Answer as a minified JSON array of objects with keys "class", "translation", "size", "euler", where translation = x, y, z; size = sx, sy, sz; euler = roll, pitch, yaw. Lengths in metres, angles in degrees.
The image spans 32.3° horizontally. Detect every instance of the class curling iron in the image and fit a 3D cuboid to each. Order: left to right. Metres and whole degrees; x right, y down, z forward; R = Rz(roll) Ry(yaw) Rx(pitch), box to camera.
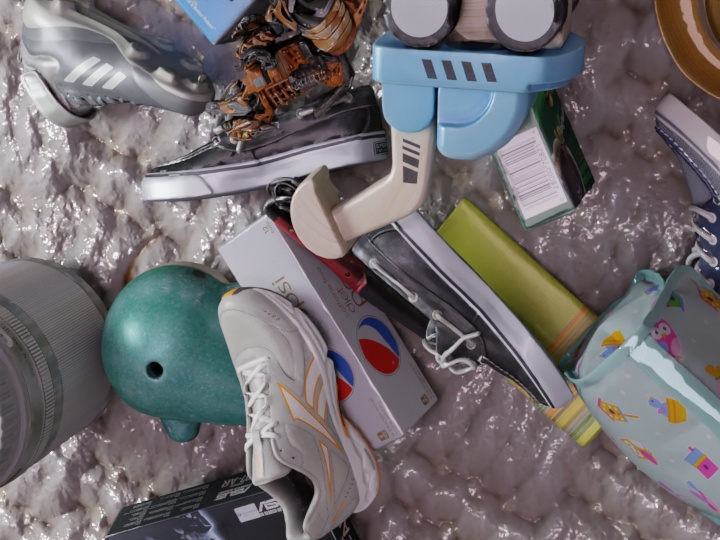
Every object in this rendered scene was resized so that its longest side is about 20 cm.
[{"class":"curling iron","translation":[0.000,0.000,0.957],"size":[0.049,0.026,0.200],"euler":[-19,125,43]}]

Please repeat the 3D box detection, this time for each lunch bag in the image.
[{"class":"lunch bag","translation":[0.233,0.090,0.852],"size":[0.170,0.200,0.122],"euler":[44,91,3]}]

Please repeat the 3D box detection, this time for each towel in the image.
[{"class":"towel","translation":[0.130,0.040,0.977],"size":[0.200,0.018,0.086],"euler":[42,105,4]}]

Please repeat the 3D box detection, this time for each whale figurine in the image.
[{"class":"whale figurine","translation":[-0.120,0.082,1.011],"size":[0.198,0.104,0.160],"euler":[33,109,1]}]

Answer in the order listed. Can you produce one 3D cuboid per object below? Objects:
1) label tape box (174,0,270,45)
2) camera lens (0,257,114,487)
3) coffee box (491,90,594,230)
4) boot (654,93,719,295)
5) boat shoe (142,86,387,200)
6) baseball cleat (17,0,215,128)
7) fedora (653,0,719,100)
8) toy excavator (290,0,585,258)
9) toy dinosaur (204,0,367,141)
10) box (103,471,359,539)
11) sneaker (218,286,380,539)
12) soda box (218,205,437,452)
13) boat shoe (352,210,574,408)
[{"class":"label tape box","translation":[-0.083,-0.292,0.935],"size":[0.200,0.066,0.144],"euler":[-43,90,17]},{"class":"camera lens","translation":[-0.300,0.084,1.011],"size":[0.157,0.200,0.163],"euler":[3,103,15]},{"class":"coffee box","translation":[0.105,-0.137,0.886],"size":[0.043,0.123,0.203],"euler":[-22,94,20]},{"class":"boot","translation":[0.261,-0.026,0.891],"size":[0.090,0.073,0.200],"euler":[-43,89,15]},{"class":"boat shoe","translation":[-0.080,-0.099,0.966],"size":[0.196,0.074,0.069],"euler":[-11,93,16]},{"class":"baseball cleat","translation":[-0.197,-0.150,0.995],"size":[0.199,0.069,0.108],"euler":[34,118,27]},{"class":"fedora","translation":[0.291,-0.203,0.836],"size":[0.197,0.082,0.204],"euler":[4,104,16]},{"class":"toy excavator","translation":[0.046,-0.101,0.804],"size":[0.191,0.100,0.203],"euler":[5,112,15]},{"class":"toy dinosaur","translation":[-0.045,-0.188,0.884],"size":[0.135,0.102,0.201],"euler":[41,85,-13]},{"class":"box","translation":[-0.095,0.254,1.059],"size":[0.197,0.044,0.162],"euler":[-17,110,19]},{"class":"sneaker","translation":[-0.059,0.110,0.935],"size":[0.075,0.092,0.202],"euler":[-22,99,43]},{"class":"soda box","translation":[-0.025,0.044,0.987],"size":[0.063,0.068,0.202],"euler":[-31,93,35]},{"class":"boat shoe","translation":[0.075,0.039,0.928],"size":[0.068,0.074,0.199],"euler":[-43,102,4]}]
